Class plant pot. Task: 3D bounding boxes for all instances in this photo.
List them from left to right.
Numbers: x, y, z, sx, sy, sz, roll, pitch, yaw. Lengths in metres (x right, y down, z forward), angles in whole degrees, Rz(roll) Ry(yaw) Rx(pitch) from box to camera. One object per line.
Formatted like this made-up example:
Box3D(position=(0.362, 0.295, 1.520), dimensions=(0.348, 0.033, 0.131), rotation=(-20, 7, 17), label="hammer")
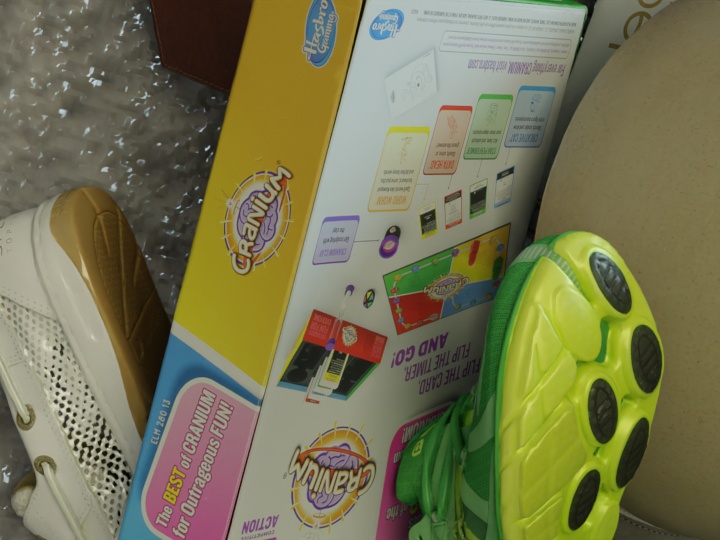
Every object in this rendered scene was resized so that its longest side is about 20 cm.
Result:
Box3D(position=(0.176, 0.005, 0.955), dimensions=(0.199, 0.134, 0.202), rotation=(-7, 102, -36), label="plant pot")

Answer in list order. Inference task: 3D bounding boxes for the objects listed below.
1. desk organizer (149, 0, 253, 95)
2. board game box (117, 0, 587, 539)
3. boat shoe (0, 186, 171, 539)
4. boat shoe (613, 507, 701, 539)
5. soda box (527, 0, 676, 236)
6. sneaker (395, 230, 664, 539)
Box3D(position=(0.020, -0.131, 1.016), dimensions=(0.200, 0.077, 0.072), rotation=(-33, 130, -32), label="desk organizer")
Box3D(position=(0.000, 0.000, 0.945), dimensions=(0.153, 0.040, 0.201), rotation=(-3, 111, -59), label="board game box")
Box3D(position=(-0.087, 0.071, 0.981), dimensions=(0.069, 0.071, 0.201), rotation=(-16, 104, 17), label="boat shoe")
Box3D(position=(0.127, 0.105, 1.046), dimensions=(0.199, 0.057, 0.067), rotation=(17, 81, -16), label="boat shoe")
Box3D(position=(0.130, -0.093, 1.037), dimensions=(0.068, 0.063, 0.201), rotation=(29, 81, -55), label="soda box")
Box3D(position=(0.046, 0.067, 0.934), dimensions=(0.083, 0.201, 0.074), rotation=(34, 49, 29), label="sneaker")
